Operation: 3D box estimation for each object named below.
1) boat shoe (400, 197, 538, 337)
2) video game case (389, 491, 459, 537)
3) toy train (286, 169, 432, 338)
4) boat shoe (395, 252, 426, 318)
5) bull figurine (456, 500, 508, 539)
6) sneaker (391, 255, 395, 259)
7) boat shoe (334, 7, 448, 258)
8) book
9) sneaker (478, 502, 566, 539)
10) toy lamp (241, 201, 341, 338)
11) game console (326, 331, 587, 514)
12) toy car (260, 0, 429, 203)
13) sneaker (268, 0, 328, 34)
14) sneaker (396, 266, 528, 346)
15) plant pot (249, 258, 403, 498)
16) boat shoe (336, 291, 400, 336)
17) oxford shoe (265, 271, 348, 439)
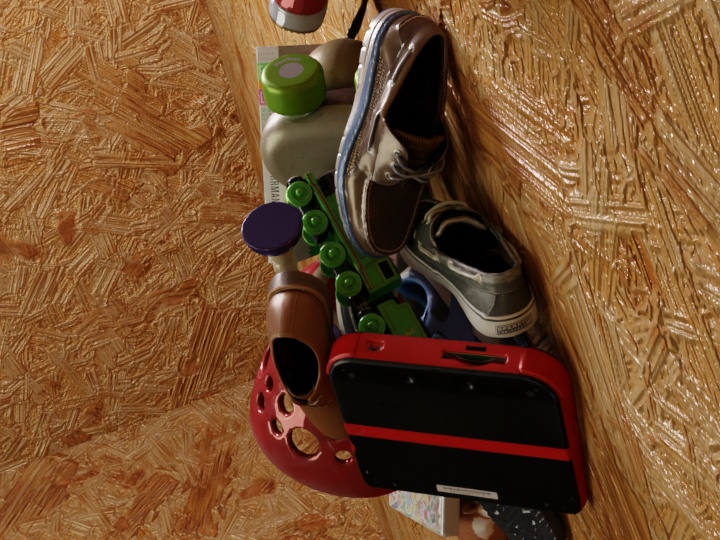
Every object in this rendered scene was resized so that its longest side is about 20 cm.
[{"bbox_3d":[0.082,-0.023,1.075,0.200,0.070,0.064,47,158,54],"label":"boat shoe"},{"bbox_3d":[0.070,0.178,1.485,0.182,0.023,0.201,-178,89,-73],"label":"video game case"},{"bbox_3d":[0.000,0.000,1.121,0.201,0.056,0.042,62,171,15],"label":"toy train"},{"bbox_3d":[0.084,0.051,1.224,0.072,0.075,0.201,82,168,-69],"label":"boat shoe"},{"bbox_3d":[0.128,0.257,1.492,0.201,0.065,0.122,83,170,-51],"label":"bull figurine"},{"bbox_3d":[0.034,-0.049,1.345,0.200,0.070,0.094,82,172,-49],"label":"sneaker"},{"bbox_3d":[0.029,-0.101,1.053,0.072,0.072,0.201,30,121,55],"label":"boat shoe"},{"bbox_3d":[-0.056,-0.116,1.295,0.133,0.048,0.201,-24,-67,-64],"label":"book"},{"bbox_3d":[0.134,0.170,1.248,0.200,0.082,0.070,52,140,4],"label":"sneaker"},{"bbox_3d":[-0.054,0.029,1.151,0.201,0.058,0.058,73,174,-49],"label":"toy lamp"},{"bbox_3d":[0.078,0.123,1.077,0.177,0.199,0.031,73,-149,-42],"label":"game console"},{"bbox_3d":[0.002,-0.158,1.217,0.201,0.157,0.165,-76,-16,-44],"label":"toy car"},{"bbox_3d":[-0.044,-0.317,1.224,0.201,0.071,0.113,-91,13,-45],"label":"sneaker"},{"bbox_3d":[0.095,0.066,1.141,0.074,0.082,0.201,86,162,-60],"label":"sneaker"},{"bbox_3d":[0.001,0.098,1.351,0.201,0.199,0.183,-116,35,-43],"label":"plant pot"},{"bbox_3d":[0.041,0.085,1.178,0.201,0.071,0.068,66,151,17],"label":"boat shoe"},{"bbox_3d":[-0.043,0.091,1.127,0.200,0.071,0.072,68,-157,-47],"label":"oxford shoe"}]
